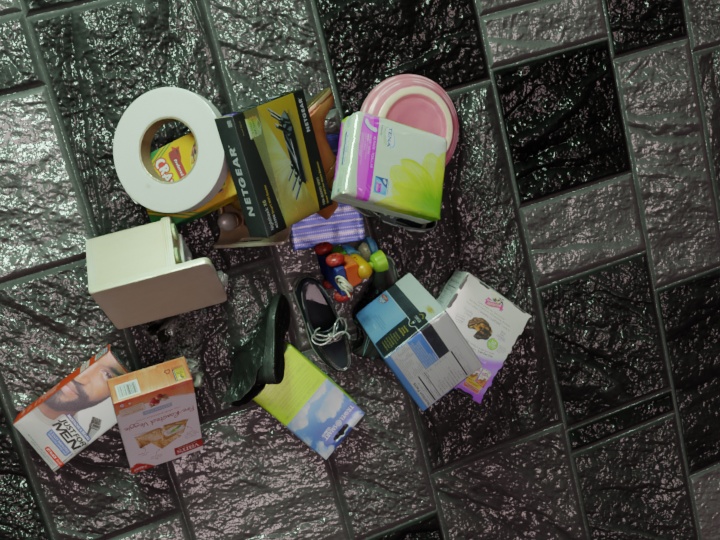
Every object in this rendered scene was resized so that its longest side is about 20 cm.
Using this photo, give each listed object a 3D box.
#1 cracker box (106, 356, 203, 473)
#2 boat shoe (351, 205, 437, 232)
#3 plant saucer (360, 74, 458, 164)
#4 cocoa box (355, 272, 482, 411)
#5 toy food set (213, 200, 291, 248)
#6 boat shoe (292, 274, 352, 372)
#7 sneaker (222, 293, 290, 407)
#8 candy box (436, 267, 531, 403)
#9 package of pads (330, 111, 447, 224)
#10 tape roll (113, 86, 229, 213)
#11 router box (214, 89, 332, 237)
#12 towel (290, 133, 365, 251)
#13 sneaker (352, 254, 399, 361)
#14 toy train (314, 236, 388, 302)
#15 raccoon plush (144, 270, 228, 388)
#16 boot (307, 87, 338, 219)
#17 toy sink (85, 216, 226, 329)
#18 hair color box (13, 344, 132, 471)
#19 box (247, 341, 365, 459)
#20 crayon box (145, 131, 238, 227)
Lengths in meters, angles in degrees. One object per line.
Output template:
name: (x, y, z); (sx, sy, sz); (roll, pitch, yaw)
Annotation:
cracker box: (-0.347, 0.250, 1.405); (0.132, 0.058, 0.202); (-17, 137, -19)
boat shoe: (0.061, -0.119, 1.495); (0.198, 0.061, 0.074); (23, 88, -36)
plant saucer: (0.094, -0.261, 1.520); (0.197, 0.051, 0.205); (-2, 97, -16)
cocoa box: (0.096, 0.119, 1.423); (0.131, 0.200, 0.134); (-37, 113, -1)
toy food set: (-0.202, -0.143, 1.411); (0.141, 0.060, 0.204); (-2, 101, 21)
boat shoe: (-0.064, 0.102, 1.519); (0.074, 0.062, 0.203); (-22, 103, -12)
sneaker: (-0.188, 0.142, 1.484); (0.103, 0.060, 0.203); (-8, 66, 23)
candy box: (0.208, 0.126, 1.594); (0.167, 0.071, 0.202); (33, 89, -17)
package of pads: (0.053, -0.180, 1.431); (0.197, 0.068, 0.157); (13, 77, -25)
tape roll: (-0.307, -0.194, 1.337); (0.199, 0.037, 0.207); (1, 94, 13)
router box: (-0.138, -0.176, 1.343); (0.156, 0.052, 0.203); (-32, 114, -39)
towel: (-0.067, -0.145, 1.505); (0.142, 0.024, 0.204); (-9, 100, -13)
sneaker: (0.028, 0.071, 1.535); (0.078, 0.075, 0.204); (3, 97, -13)
toy train: (0.000, 0.000, 1.451); (0.114, 0.200, 0.086); (-19, 114, -14)
raccoon plush: (-0.280, 0.115, 1.451); (0.199, 0.097, 0.135); (-37, 113, -8)
boot: (-0.066, -0.204, 1.453); (0.154, 0.074, 0.201); (34, 103, -14)
toy sink: (-0.336, -0.002, 1.364); (0.197, 0.131, 0.114); (-15, 60, -1)
hair color box: (-0.481, 0.236, 1.422); (0.199, 0.064, 0.112); (-39, 105, -9)
box: (-0.102, 0.244, 1.536); (0.200, 0.048, 0.122); (43, 86, -17)
crayon box: (-0.276, -0.160, 1.377); (0.197, 0.051, 0.129); (-24, 88, 13)
